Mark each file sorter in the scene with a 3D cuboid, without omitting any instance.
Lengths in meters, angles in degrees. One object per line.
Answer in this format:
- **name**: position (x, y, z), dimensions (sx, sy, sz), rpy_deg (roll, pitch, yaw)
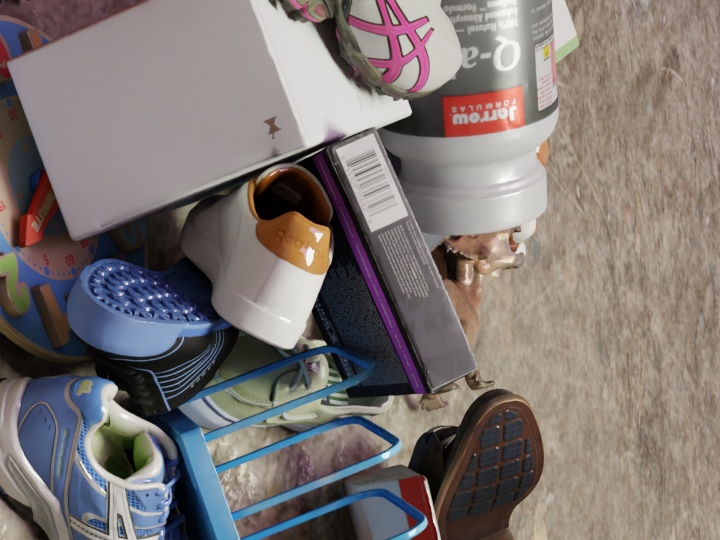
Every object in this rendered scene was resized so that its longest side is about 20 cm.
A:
- **file sorter**: position (-0.029, 0.155, 1.502), dimensions (0.139, 0.122, 0.201), rpy_deg (-161, -129, -75)

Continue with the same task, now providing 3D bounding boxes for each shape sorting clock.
- **shape sorting clock**: position (-0.177, -0.046, 1.462), dimensions (0.200, 0.039, 0.202), rpy_deg (36, 47, -52)

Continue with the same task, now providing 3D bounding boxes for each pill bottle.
- **pill bottle**: position (0.062, -0.131, 1.597), dimensions (0.116, 0.115, 0.202), rpy_deg (-41, 129, -60)

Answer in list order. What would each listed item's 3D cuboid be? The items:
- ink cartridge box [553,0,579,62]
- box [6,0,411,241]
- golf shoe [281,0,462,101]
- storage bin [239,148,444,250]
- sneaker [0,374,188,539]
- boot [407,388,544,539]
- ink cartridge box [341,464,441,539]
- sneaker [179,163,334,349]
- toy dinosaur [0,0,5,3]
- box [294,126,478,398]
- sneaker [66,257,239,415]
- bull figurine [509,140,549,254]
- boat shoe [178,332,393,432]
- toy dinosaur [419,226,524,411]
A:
- **ink cartridge box**: position (0.073, -0.218, 1.768), dimensions (0.145, 0.048, 0.201), rpy_deg (-38, 111, -54)
- **box**: position (-0.080, -0.103, 1.488), dimensions (0.107, 0.151, 0.200), rpy_deg (69, 19, -1)
- **golf shoe**: position (0.019, -0.155, 1.443), dimensions (0.200, 0.092, 0.073), rpy_deg (36, 34, -58)
- **storage bin**: position (-0.015, -0.086, 1.706), dimensions (0.134, 0.145, 0.201), rpy_deg (-50, 126, -25)
- **sneaker**: position (-0.129, 0.133, 1.432), dimensions (0.200, 0.077, 0.076), rpy_deg (55, 33, -37)
- **boot**: position (0.062, 0.120, 1.677), dimensions (0.201, 0.074, 0.097), rpy_deg (97, -28, -48)
- **ink cartridge box**: position (0.032, 0.208, 1.636), dimensions (0.200, 0.050, 0.164), rpy_deg (144, -67, -88)
- **sneaker**: position (-0.047, -0.022, 1.454), dimensions (0.072, 0.085, 0.200), rpy_deg (24, 9, -17)
- **toy dinosaur**: position (-0.221, -0.183, 1.417), dimensions (0.200, 0.047, 0.088), rpy_deg (44, 13, -48)
- **box**: position (0.000, 0.000, 1.492), dimensions (0.144, 0.036, 0.200), rpy_deg (66, -15, -3)
- **sneaker**: position (-0.114, 0.041, 1.416), dimensions (0.078, 0.070, 0.200), rpy_deg (-61, 166, 9)
- **bull figurine**: position (0.087, -0.076, 1.888), dimensions (0.065, 0.200, 0.121), rpy_deg (-42, 80, -19)
- **boat shoe**: position (-0.050, 0.062, 1.628), dimensions (0.200, 0.062, 0.073), rpy_deg (12, 67, -59)
- **toy dinosaur**: position (0.031, 0.023, 1.785), dimensions (0.199, 0.085, 0.137), rpy_deg (-2, 76, -54)
